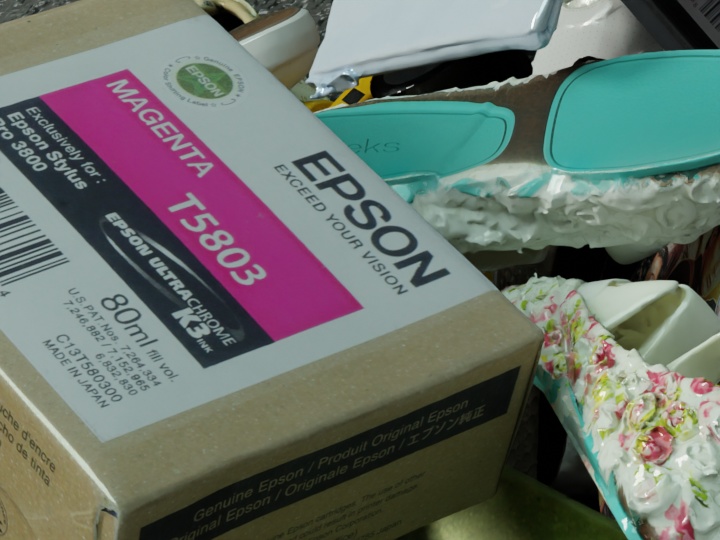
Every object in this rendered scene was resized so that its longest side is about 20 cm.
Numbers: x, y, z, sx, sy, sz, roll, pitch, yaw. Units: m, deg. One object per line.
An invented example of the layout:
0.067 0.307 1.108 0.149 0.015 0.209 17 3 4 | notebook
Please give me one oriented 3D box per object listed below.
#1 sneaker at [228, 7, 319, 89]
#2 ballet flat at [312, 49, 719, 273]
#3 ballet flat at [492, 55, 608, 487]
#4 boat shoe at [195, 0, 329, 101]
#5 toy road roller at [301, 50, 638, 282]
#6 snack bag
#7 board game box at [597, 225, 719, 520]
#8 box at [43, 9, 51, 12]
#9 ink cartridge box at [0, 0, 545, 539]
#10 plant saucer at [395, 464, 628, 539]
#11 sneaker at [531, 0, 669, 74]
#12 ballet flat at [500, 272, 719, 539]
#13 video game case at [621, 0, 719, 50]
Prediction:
-0.074 -0.039 1.181 0.200 0.085 0.073 -32 5 39 | sneaker
0.064 -0.031 0.921 0.199 0.072 0.072 -3 45 26 | ballet flat
0.068 0.023 0.985 0.046 0.067 0.201 12 80 30 | ballet flat
-0.070 -0.099 1.283 0.073 0.063 0.200 -42 35 -10 | boat shoe
0.000 0.000 1.067 0.200 0.123 0.146 -47 24 -25 | toy road roller
0.052 -0.159 0.987 0.188 0.021 0.201 -4 67 64 | snack bag
0.120 0.052 0.905 0.201 0.034 0.136 -91 21 -51 | board game box
-0.142 -0.033 1.050 0.160 0.044 0.200 -29 24 -18 | box
-0.070 0.008 0.852 0.164 0.075 0.200 -22 52 -36 | ink cartridge box
-0.006 0.121 0.818 0.199 0.048 0.199 -18 26 -32 | plant saucer
0.107 -0.134 1.169 0.070 0.080 0.201 -2 48 35 | sneaker
0.092 0.039 0.852 0.064 0.076 0.200 -44 23 4 | ballet flat
0.142 -0.201 1.129 0.181 0.200 0.025 -44 6 -13 | video game case
